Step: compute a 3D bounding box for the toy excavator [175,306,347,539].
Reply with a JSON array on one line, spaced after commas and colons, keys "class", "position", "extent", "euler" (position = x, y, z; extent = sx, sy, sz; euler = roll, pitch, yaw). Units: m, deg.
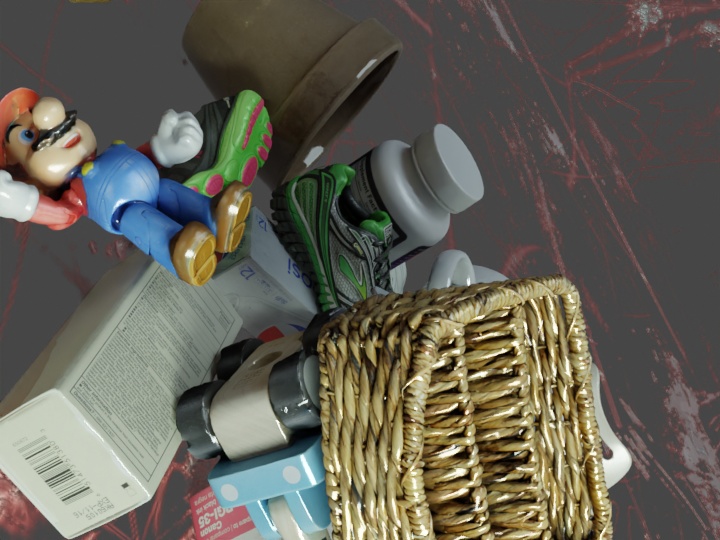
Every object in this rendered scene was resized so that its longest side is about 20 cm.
[{"class": "toy excavator", "position": [-0.034, 0.153, 0.659], "extent": [0.202, 0.099, 0.195], "euler": [64, 25, -12]}]

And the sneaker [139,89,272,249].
[{"class": "sneaker", "position": [-0.142, -0.078, 0.893], "extent": [0.201, 0.082, 0.077], "euler": [-64, 144, -42]}]

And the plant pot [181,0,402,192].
[{"class": "plant pot", "position": [-0.082, -0.207, 1.031], "extent": [0.174, 0.201, 0.200], "euler": [41, 26, -1]}]

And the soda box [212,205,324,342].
[{"class": "soda box", "position": [-0.058, 0.037, 0.939], "extent": [0.200, 0.063, 0.069], "euler": [44, 28, -35]}]

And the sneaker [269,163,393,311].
[{"class": "sneaker", "position": [0.000, 0.000, 0.912], "extent": [0.202, 0.084, 0.078], "euler": [60, 23, -6]}]

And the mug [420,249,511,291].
[{"class": "mug", "position": [0.095, 0.076, 1.073], "extent": [0.176, 0.145, 0.203], "euler": [-50, 140, -54]}]

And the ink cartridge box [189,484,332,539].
[{"class": "ink cartridge box", "position": [-0.034, 0.252, 0.741], "extent": [0.146, 0.082, 0.203], "euler": [27, 41, -52]}]

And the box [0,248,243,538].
[{"class": "box", "position": [-0.158, 0.068, 0.692], "extent": [0.095, 0.077, 0.201], "euler": [54, 26, -17]}]

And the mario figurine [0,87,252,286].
[{"class": "mario figurine", "position": [-0.176, -0.071, 0.693], "extent": [0.197, 0.107, 0.123], "euler": [24, 8, 10]}]

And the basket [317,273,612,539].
[{"class": "basket", "position": [0.066, 0.113, 0.629], "extent": [0.142, 0.147, 0.204], "euler": [-24, 107, -68]}]

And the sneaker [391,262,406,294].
[{"class": "sneaker", "position": [0.016, -0.028, 1.156], "extent": [0.081, 0.074, 0.203], "euler": [46, 36, -46]}]

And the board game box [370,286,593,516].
[{"class": "board game box", "position": [0.101, 0.117, 0.859], "extent": [0.199, 0.026, 0.201], "euler": [27, 24, -49]}]

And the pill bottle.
[{"class": "pill bottle", "position": [0.019, -0.058, 1.019], "extent": [0.111, 0.198, 0.113], "euler": [40, 33, -33]}]

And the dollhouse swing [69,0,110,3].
[{"class": "dollhouse swing", "position": [-0.216, -0.347, 0.862], "extent": [0.175, 0.198, 0.184], "euler": [11, 54, -58]}]

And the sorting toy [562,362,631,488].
[{"class": "sorting toy", "position": [0.207, 0.193, 1.160], "extent": [0.106, 0.179, 0.203], "euler": [23, 45, -54]}]
